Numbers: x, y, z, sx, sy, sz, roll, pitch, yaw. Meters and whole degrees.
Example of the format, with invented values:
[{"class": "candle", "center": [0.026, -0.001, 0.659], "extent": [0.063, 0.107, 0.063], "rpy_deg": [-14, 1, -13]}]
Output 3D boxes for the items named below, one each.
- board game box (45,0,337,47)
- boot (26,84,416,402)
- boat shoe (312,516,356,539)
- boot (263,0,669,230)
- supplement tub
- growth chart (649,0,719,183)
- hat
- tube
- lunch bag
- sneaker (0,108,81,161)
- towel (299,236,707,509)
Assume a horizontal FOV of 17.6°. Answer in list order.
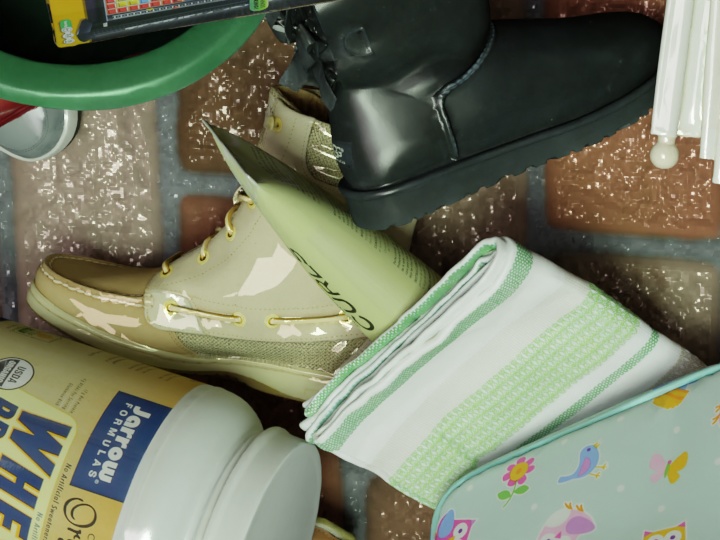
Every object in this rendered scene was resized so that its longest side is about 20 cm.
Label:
[{"class": "board game box", "center": [-0.065, -0.203, 0.971], "extent": [0.164, 0.057, 0.201], "rpy_deg": [-11, 67, -5]}, {"class": "boot", "center": [-0.065, -0.023, 1.185], "extent": [0.199, 0.073, 0.156], "rpy_deg": [14, 111, 7]}, {"class": "boat shoe", "center": [-0.093, 0.131, 1.252], "extent": [0.199, 0.072, 0.068], "rpy_deg": [24, 85, 15]}, {"class": "boot", "center": [0.048, -0.126, 1.065], "extent": [0.198, 0.073, 0.163], "rpy_deg": [-25, 114, -16]}, {"class": "supplement tub", "center": [-0.133, 0.113, 1.152], "extent": [0.199, 0.144, 0.145], "rpy_deg": [16, 110, 16]}, {"class": "growth chart", "center": [0.230, -0.091, 1.074], "extent": [0.199, 0.018, 0.146], "rpy_deg": [15, 96, 0]}, {"class": "hat", "center": [-0.128, -0.112, 1.060], "extent": [0.199, 0.176, 0.167], "rpy_deg": [2, 68, 1]}, {"class": "tube", "center": [0.000, 0.000, 1.119], "extent": [0.058, 0.052, 0.200], "rpy_deg": [-13, 135, 43]}, {"class": "lunch bag", "center": [0.129, 0.134, 1.072], "extent": [0.199, 0.161, 0.077], "rpy_deg": [-24, 129, 23]}, {"class": "sneaker", "center": [-0.235, -0.128, 1.186], "extent": [0.200, 0.121, 0.084], "rpy_deg": [47, 113, 0]}, {"class": "towel", "center": [0.089, 0.076, 1.136], "extent": [0.200, 0.031, 0.149], "rpy_deg": [32, 119, -31]}]
